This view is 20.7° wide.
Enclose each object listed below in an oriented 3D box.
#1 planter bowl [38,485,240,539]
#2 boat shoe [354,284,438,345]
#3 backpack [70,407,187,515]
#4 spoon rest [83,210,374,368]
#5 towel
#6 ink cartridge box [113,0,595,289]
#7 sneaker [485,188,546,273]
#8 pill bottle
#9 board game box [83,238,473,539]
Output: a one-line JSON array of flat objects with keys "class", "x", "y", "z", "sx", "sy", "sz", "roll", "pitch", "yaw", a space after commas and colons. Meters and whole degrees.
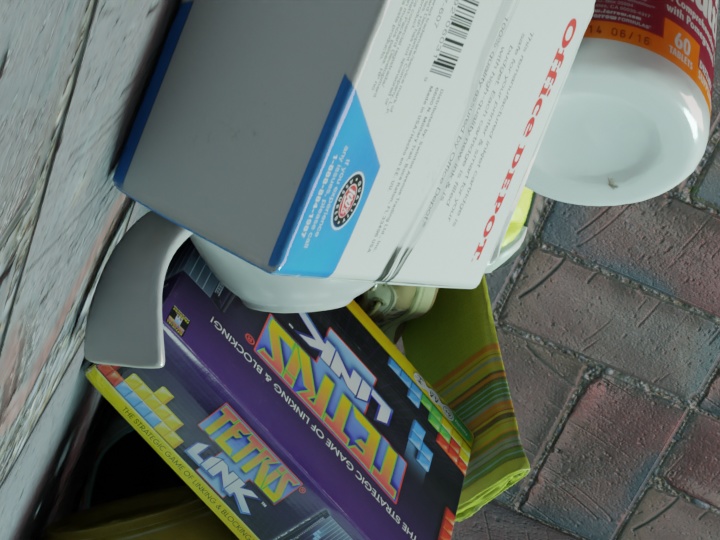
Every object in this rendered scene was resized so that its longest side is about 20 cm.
[{"class": "planter bowl", "x": -0.107, "y": 0.159, "z": 0.994, "sx": 0.200, "sy": 0.198, "sz": 0.084, "roll": -79, "pitch": 157, "yaw": -86}, {"class": "boat shoe", "x": 0.000, "y": 0.000, "z": 1.100, "sx": 0.200, "sy": 0.062, "sz": 0.074, "roll": 113, "pitch": -29, "yaw": -61}, {"class": "backpack", "x": -0.076, "y": 0.138, "z": 1.148, "sx": 0.154, "sy": 0.174, "sz": 0.201, "roll": -72, "pitch": 175, "yaw": -51}, {"class": "spoon rest", "x": -0.052, "y": -0.006, "z": 0.892, "sx": 0.200, "sy": 0.098, "sz": 0.061, "roll": -22, "pitch": 113, "yaw": -60}, {"class": "towel", "x": 0.053, "y": 0.034, "z": 1.114, "sx": 0.086, "sy": 0.018, "sz": 0.202, "roll": -39, "pitch": -126, "yaw": 50}, {"class": "ink cartridge box", "x": 0.006, "y": -0.076, "z": 0.798, "sx": 0.200, "sy": 0.084, "sz": 0.147, "roll": 5, "pitch": 108, "yaw": -66}, {"class": "sneaker", "x": 0.071, "y": -0.099, "z": 1.166, "sx": 0.076, "sy": 0.075, "sz": 0.202, "roll": -2, "pitch": 101, "yaw": -50}, {"class": "pill bottle", "x": 0.121, "y": -0.140, "z": 0.963, "sx": 0.110, "sy": 0.108, "sz": 0.202, "roll": 114, "pitch": -10, "yaw": -55}, {"class": "board game box", "x": -0.033, "y": 0.068, "z": 0.990, "sx": 0.057, "sy": 0.200, "sz": 0.166, "roll": -36, "pitch": -164, "yaw": 23}]
